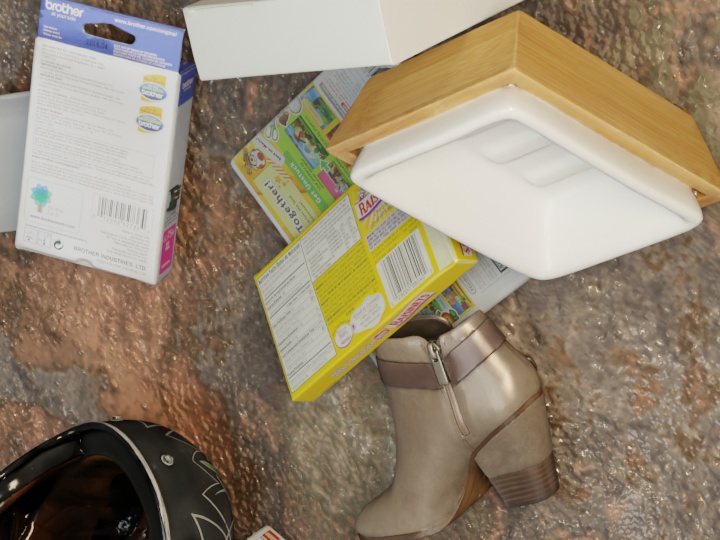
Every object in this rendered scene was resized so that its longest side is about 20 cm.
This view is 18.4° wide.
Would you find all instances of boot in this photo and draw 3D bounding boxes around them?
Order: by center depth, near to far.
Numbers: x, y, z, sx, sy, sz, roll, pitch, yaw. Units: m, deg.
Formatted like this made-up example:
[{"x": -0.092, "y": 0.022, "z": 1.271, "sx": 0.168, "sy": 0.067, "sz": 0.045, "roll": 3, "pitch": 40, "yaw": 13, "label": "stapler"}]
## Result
[{"x": 0.048, "y": 0.105, "z": 1.547, "sx": 0.199, "sy": 0.070, "sz": 0.147, "roll": -20, "pitch": 104, "yaw": 35, "label": "boot"}]

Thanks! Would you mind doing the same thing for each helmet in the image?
[{"x": -0.190, "y": 0.211, "z": 1.709, "sx": 0.201, "sy": 0.190, "sz": 0.200, "roll": 58, "pitch": 167, "yaw": 22, "label": "helmet"}]

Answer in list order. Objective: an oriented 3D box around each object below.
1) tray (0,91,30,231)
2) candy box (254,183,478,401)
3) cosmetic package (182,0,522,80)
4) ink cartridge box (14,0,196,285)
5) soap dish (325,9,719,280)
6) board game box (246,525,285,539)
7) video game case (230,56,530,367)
[{"x": -0.278, "y": -0.085, "z": 1.739, "sx": 0.199, "sy": 0.022, "sz": 0.108, "roll": -4, "pitch": 107, "yaw": 39, "label": "tray"}, {"x": 0.000, "y": 0.000, "z": 1.517, "sx": 0.200, "sy": 0.026, "sz": 0.103, "roll": -41, "pitch": 55, "yaw": 42, "label": "candy box"}, {"x": 0.012, "y": -0.171, "z": 1.364, "sx": 0.150, "sy": 0.200, "sz": 0.052, "roll": -3, "pitch": 109, "yaw": 39, "label": "cosmetic package"}, {"x": -0.187, "y": -0.099, "z": 1.634, "sx": 0.119, "sy": 0.042, "sz": 0.201, "roll": 15, "pitch": 115, "yaw": 14, "label": "ink cartridge box"}, {"x": 0.104, "y": -0.075, "z": 1.359, "sx": 0.157, "sy": 0.199, "sz": 0.082, "roll": -21, "pitch": 55, "yaw": 42, "label": "soap dish"}, {"x": -0.031, "y": 0.309, "z": 1.726, "sx": 0.200, "sy": 0.035, "sz": 0.127, "roll": 38, "pitch": 122, "yaw": 17, "label": "board game box"}, {"x": 0.019, "y": -0.045, "z": 1.538, "sx": 0.200, "sy": 0.023, "sz": 0.182, "roll": 54, "pitch": 132, "yaw": 3, "label": "video game case"}]
